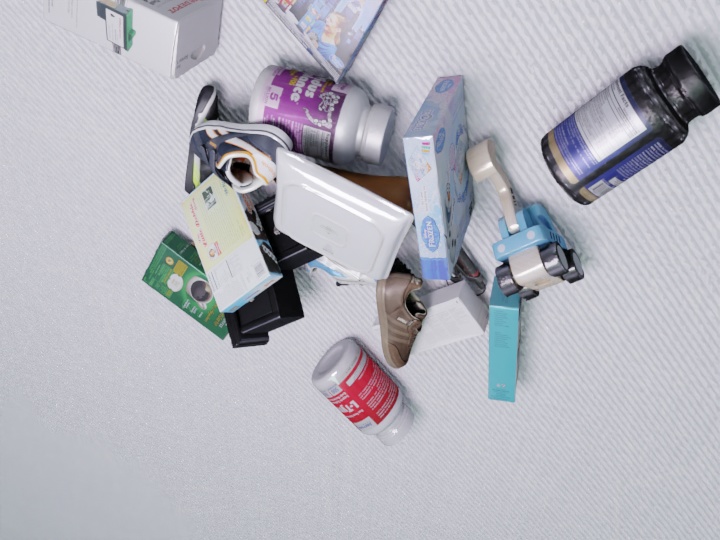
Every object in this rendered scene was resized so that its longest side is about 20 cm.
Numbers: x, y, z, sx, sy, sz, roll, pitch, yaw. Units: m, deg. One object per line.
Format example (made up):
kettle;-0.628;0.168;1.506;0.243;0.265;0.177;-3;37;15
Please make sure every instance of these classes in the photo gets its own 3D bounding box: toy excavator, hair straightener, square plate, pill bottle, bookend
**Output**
toy excavator;0.228;-0.073;0.942;0.098;0.205;0.192;-25;158;31
hair straightener;0.138;-0.029;1.046;0.076;0.041;0.200;-21;121;44
square plate;-0.037;-0.064;0.889;0.196;0.029;0.199;27;153;3
pill bottle;0.338;-0.182;0.812;0.112;0.113;0.199;43;126;-14
pill bottle;0.009;0.236;1.222;0.111;0.113;0.200;-33;108;35
bookend;-0.135;-0.002;1.047;0.195;0.091;0.205;-21;78;26
pill bottle;-0.053;-0.218;0.925;0.195;0.113;0.114;16;128;7

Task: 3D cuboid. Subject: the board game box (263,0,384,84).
board game box;-0.027;-0.390;0.828;0.200;0.062;0.198;45;125;-14

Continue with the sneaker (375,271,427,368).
sneaker;0.073;0.089;1.042;0.073;0.071;0.203;2;133;17

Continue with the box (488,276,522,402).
box;0.242;0.118;1.075;0.048;0.083;0.204;4;125;17

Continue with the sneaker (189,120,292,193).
sneaker;-0.189;-0.163;0.920;0.196;0.081;0.078;8;155;40

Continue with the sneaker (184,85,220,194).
sneaker;-0.236;-0.204;1.043;0.080;0.073;0.203;9;132;-14

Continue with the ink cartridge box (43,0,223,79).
ink cartridge box;-0.309;-0.364;0.893;0.196;0.147;0.086;24;128;1

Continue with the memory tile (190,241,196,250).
memory tile;-0.228;-0.006;1.199;0.196;0.017;0.155;28;128;0

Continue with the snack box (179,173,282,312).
snack box;-0.208;-0.051;1.015;0.115;0.037;0.204;-32;73;25

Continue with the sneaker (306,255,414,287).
sneaker;0.000;0.000;1.083;0.195;0.072;0.074;18;114;14

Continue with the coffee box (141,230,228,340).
coffee box;-0.307;0.032;1.214;0.198;0.044;0.123;37;128;-7

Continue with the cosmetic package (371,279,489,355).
cosmetic package;0.118;0.087;1.102;0.197;0.051;0.083;-23;117;41

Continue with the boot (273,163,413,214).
boot;-0.023;-0.116;0.928;0.197;0.152;0.076;8;87;46

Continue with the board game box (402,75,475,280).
board game box;0.113;-0.129;0.872;0.042;0.201;0.203;2;125;20
